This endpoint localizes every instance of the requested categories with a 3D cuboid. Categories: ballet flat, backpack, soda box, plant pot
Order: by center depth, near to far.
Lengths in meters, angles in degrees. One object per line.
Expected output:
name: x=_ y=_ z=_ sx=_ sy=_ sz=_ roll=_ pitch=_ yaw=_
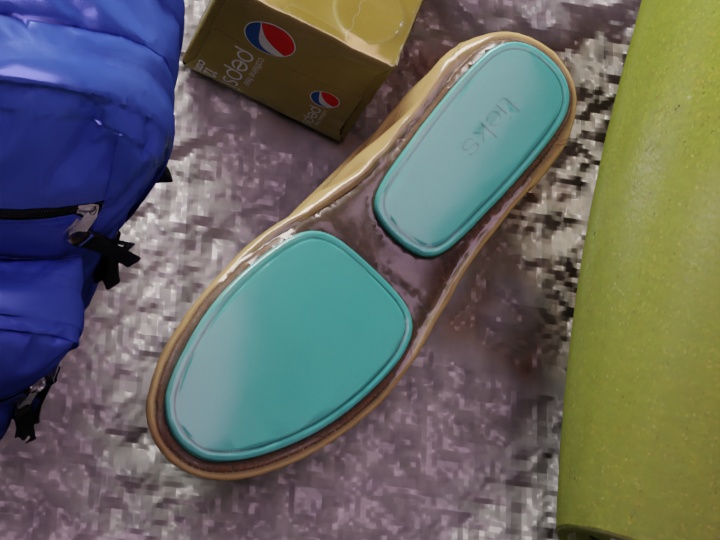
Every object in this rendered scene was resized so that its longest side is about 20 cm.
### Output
backpack: x=-0.129 y=-0.044 z=0.734 sx=0.162 sy=0.200 sz=0.168 roll=1 pitch=68 yaw=-19
plant pot: x=0.148 y=0.017 z=0.831 sx=0.187 sy=0.187 sz=0.200 roll=26 pitch=77 yaw=-7
ballet flat: x=0.000 y=0.000 z=0.839 sx=0.069 sy=0.063 sz=0.200 roll=48 pitch=68 yaw=-5
soda box: x=0.007 y=-0.151 z=0.901 sx=0.068 sy=0.064 sz=0.200 roll=26 pitch=63 yaw=-7
